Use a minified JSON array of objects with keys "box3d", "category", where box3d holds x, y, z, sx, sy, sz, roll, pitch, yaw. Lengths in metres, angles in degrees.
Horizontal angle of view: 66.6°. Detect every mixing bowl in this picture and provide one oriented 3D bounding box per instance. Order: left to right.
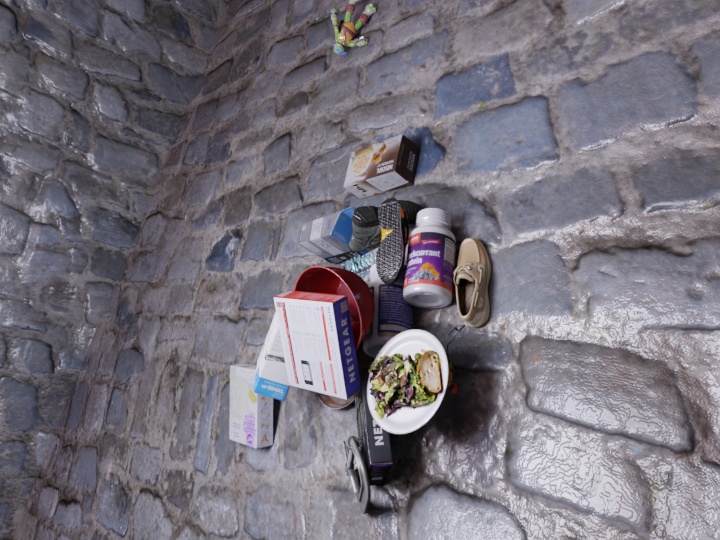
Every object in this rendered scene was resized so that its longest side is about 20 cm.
[{"box3d":[-0.042,0.077,1.181,0.196,0.107,0.207,15,113,37],"category":"mixing bowl"}]

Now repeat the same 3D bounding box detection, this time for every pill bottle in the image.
[{"box3d":[0.064,0.089,1.257,0.114,0.114,0.206,-20,55,38],"category":"pill bottle"},{"box3d":[0.157,-0.029,1.223,0.110,0.110,0.206,-14,59,42],"category":"pill bottle"}]

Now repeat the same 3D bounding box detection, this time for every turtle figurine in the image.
[{"box3d":[-0.027,-0.839,1.856,0.141,0.200,0.198,27,84,16],"category":"turtle figurine"}]

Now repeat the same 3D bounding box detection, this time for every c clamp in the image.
[{"box3d":[-0.014,0.414,1.150,0.202,0.026,0.175,101,156,-55],"category":"c clamp"}]

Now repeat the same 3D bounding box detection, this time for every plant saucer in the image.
[{"box3d":[-0.038,0.241,1.351,0.197,0.032,0.206,-25,53,36],"category":"plant saucer"}]

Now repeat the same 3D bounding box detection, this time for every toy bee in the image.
[{"box3d":[0.143,0.210,1.106,0.198,0.130,0.110,-31,92,41],"category":"toy bee"}]

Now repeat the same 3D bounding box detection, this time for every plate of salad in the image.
[{"box3d":[0.081,0.207,1.053,0.197,0.048,0.205,-25,51,34],"category":"plate of salad"}]

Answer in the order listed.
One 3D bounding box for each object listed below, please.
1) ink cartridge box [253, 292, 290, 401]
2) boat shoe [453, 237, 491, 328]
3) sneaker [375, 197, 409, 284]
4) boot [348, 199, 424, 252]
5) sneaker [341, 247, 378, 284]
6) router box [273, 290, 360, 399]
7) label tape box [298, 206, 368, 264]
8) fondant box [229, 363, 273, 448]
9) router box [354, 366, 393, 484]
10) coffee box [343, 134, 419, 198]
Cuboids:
[{"box3d":[-0.183,0.178,1.308,0.147,0.082,0.204,-104,36,-68],"category":"ink cartridge box"},{"box3d":[0.232,0.015,1.153,0.070,0.064,0.206,-24,53,37],"category":"boat shoe"},{"box3d":[0.084,-0.059,1.248,0.068,0.089,0.206,-12,65,30],"category":"sneaker"},{"box3d":[0.066,-0.106,1.383,0.132,0.193,0.069,95,169,-54],"category":"boot"},{"box3d":[0.000,0.000,1.399,0.199,0.085,0.079,-40,45,26],"category":"sneaker"},{"box3d":[-0.092,0.152,1.144,0.176,0.048,0.207,4,107,40],"category":"router box"},{"box3d":[-0.049,-0.087,1.456,0.197,0.143,0.065,-13,58,43],"category":"label tape box"},{"box3d":[-0.300,0.367,1.503,0.142,0.057,0.207,-4,86,47],"category":"fondant box"},{"box3d":[0.024,0.327,1.153,0.151,0.049,0.205,99,167,-55],"category":"router box"},{"box3d":[0.056,-0.280,1.498,0.197,0.079,0.118,-6,64,46],"category":"coffee box"}]
